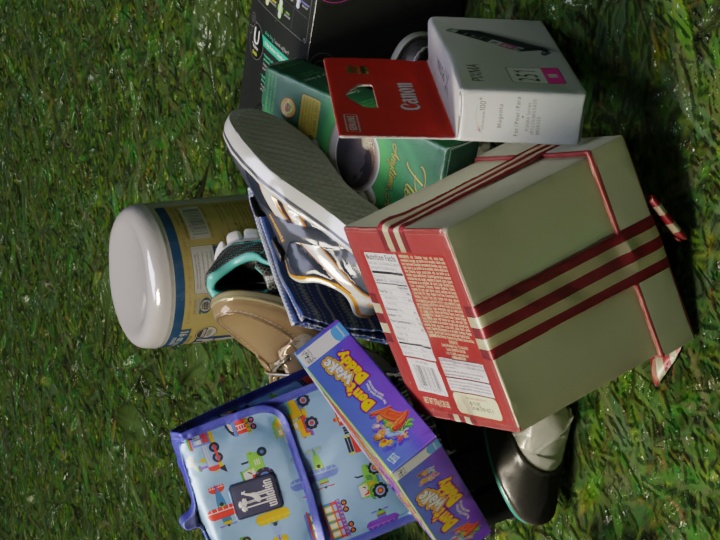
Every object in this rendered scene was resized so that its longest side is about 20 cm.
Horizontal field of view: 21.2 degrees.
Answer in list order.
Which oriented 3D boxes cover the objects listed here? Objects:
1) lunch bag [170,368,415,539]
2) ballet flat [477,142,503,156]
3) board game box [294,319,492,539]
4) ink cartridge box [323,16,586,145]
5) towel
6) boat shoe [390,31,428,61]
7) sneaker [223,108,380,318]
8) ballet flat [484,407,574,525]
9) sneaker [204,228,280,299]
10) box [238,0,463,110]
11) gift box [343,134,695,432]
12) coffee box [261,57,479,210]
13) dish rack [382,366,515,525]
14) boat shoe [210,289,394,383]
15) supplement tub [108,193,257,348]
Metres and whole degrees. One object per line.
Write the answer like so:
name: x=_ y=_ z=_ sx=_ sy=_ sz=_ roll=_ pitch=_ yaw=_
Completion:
lunch bag: x=-0.070 y=0.181 z=1.698 sx=0.094 sy=0.200 sz=0.151 roll=6 pitch=117 yaw=69
ballet flat: x=0.099 y=-0.033 z=1.554 sx=0.072 sy=0.072 sz=0.201 roll=128 pitch=137 yaw=-56
board game box: x=0.029 y=0.139 z=1.535 sx=0.134 sy=0.045 sz=0.200 roll=49 pitch=174 yaw=32
ink cartridge box: x=0.065 y=-0.146 z=1.440 sx=0.200 sy=0.173 sz=0.044 roll=-102 pitch=15 yaw=-67
towel: x=0.000 y=0.000 z=1.661 sx=0.024 sy=0.200 sz=0.145 roll=-43 pitch=53 yaw=32
boat shoe: x=0.062 y=-0.103 z=1.646 sx=0.061 sy=0.072 sz=0.201 roll=-136 pitch=38 yaw=-55
sneaker: x=-0.045 y=-0.042 z=1.525 sx=0.200 sy=0.078 sz=0.079 roll=44 pitch=125 yaw=20
ballet flat: x=0.131 y=0.104 z=1.560 sx=0.068 sy=0.068 sz=0.200 roll=-34 pitch=65 yaw=47
sneaker: x=-0.056 y=-0.001 z=1.785 sx=0.200 sy=0.091 sz=0.078 roll=-12 pitch=107 yaw=24
box: x=-0.009 y=-0.198 z=1.675 sx=0.124 sy=0.148 sz=0.200 roll=48 pitch=136 yaw=49
gift box: x=0.124 y=0.014 z=1.420 sx=0.184 sy=0.187 sz=0.200 roll=13 pitch=127 yaw=61
coffee box: x=0.001 y=-0.082 z=1.554 sx=0.200 sy=0.044 sz=0.123 roll=26 pitch=121 yaw=35
dish rack: x=0.062 y=0.147 z=1.694 sx=0.200 sy=0.055 sz=0.154 roll=-2 pitch=107 yaw=69
boat shoe: x=-0.055 y=0.081 z=1.783 sx=0.071 sy=0.200 sz=0.065 roll=-27 pitch=40 yaw=52
supplement tub: x=-0.139 y=-0.003 z=1.934 sx=0.145 sy=0.200 sz=0.145 roll=174 pitch=90 yaw=-65
